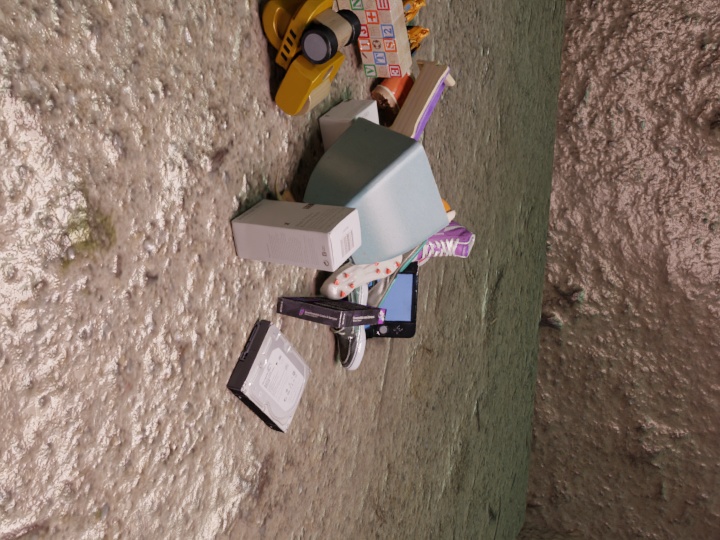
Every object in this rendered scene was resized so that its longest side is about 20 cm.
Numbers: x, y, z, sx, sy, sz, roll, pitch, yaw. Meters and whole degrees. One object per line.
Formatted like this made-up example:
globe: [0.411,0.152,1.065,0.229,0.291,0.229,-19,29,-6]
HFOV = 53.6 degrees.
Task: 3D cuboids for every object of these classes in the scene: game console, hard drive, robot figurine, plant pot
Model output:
game console: [0.050,0.071,1.641,0.117,0.172,0.204,-91,-177,-77]
hard drive: [-0.164,0.201,1.331,0.141,0.037,0.201,-67,149,-27]
robot figurine: [0.092,-0.533,1.600,0.201,0.057,0.147,-57,143,-41]
plant pot: [0.012,-0.128,1.323,0.199,0.196,0.197,-40,132,-15]

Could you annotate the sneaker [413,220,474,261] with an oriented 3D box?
sneaker: [0.185,-0.059,1.631,0.199,0.114,0.074,-28,135,-36]

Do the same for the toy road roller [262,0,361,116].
toy road roller: [-0.104,-0.385,1.223,0.123,0.145,0.201,-50,177,-46]

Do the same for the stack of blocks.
stack of blocks: [0.027,-0.491,1.423,0.059,0.113,0.202,-58,146,-37]

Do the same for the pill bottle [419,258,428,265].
pill bottle: [0.100,-0.105,1.685,0.112,0.109,0.201,-65,149,-29]

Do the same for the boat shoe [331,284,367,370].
boat shoe: [-0.033,0.116,1.549,0.070,0.071,0.204,2,91,-40]

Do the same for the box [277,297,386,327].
box: [-0.053,0.080,1.400,0.199,0.141,0.037,7,93,-63]

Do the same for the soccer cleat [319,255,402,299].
soccer cleat: [0.000,0.000,1.488,0.198,0.077,0.070,-29,102,-28]

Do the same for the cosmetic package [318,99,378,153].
cosmetic package: [-0.012,-0.236,1.457,0.113,0.080,0.203,-48,139,-44]

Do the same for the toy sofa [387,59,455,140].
toy sofa: [0.135,-0.350,1.548,0.083,0.097,0.202,34,81,-48]

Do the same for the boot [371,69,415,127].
boot: [0.105,-0.372,1.627,0.108,0.075,0.201,-51,145,-13]

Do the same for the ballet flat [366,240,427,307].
ballet flat: [0.067,-0.006,1.562,0.201,0.063,0.067,-54,174,10]

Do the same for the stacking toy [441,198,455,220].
stacking toy: [0.107,-0.175,1.531,0.146,0.144,0.203,-24,92,-59]

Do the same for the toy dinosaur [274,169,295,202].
toy dinosaur: [-0.135,-0.103,1.301,0.200,0.057,0.103,42,45,-66]

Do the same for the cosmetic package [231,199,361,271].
cosmetic package: [-0.107,-0.062,1.186,0.102,0.197,0.075,-45,136,-50]
